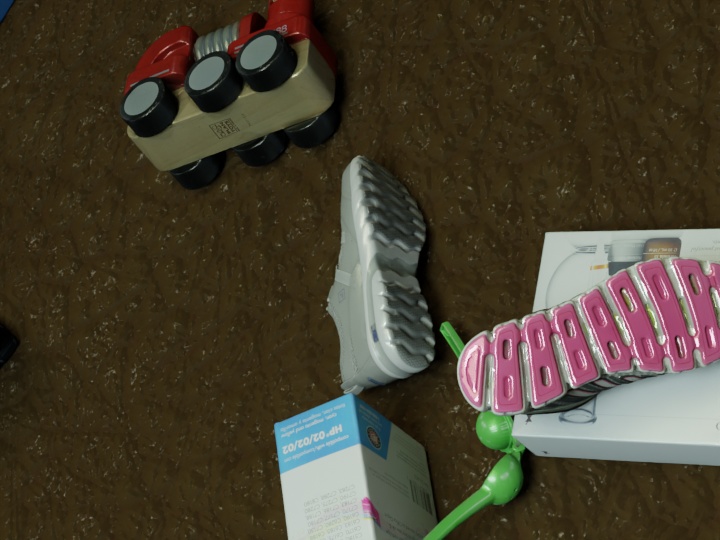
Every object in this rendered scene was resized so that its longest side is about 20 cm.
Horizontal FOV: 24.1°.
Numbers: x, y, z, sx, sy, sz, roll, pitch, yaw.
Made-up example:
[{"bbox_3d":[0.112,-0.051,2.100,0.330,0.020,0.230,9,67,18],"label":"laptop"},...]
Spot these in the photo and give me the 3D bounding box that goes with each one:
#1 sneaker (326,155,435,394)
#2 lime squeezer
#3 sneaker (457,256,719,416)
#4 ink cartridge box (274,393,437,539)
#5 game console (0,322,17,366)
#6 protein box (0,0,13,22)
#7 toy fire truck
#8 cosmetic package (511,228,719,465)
[{"bbox_3d":[0.000,0.000,1.263,0.082,0.074,0.202,-34,42,32],"label":"sneaker"},{"bbox_3d":[0.079,0.122,1.165,0.070,0.038,0.202,0,49,12],"label":"lime squeezer"},{"bbox_3d":[0.156,0.044,1.083,0.198,0.087,0.075,-19,84,0],"label":"sneaker"},{"bbox_3d":[0.007,0.200,1.129,0.067,0.115,0.202,-22,56,20],"label":"ink cartridge box"},{"bbox_3d":[-0.397,0.104,1.430,0.175,0.116,0.201,36,87,38],"label":"game console"},{"bbox_3d":[-0.440,-0.314,1.617,0.134,0.200,0.200,23,79,38],"label":"protein box"},{"bbox_3d":[-0.112,-0.199,1.417,0.174,0.129,0.202,-18,46,24],"label":"toy fire truck"},{"bbox_3d":[0.209,0.050,1.125,0.198,0.052,0.153,-1,69,31],"label":"cosmetic package"}]
